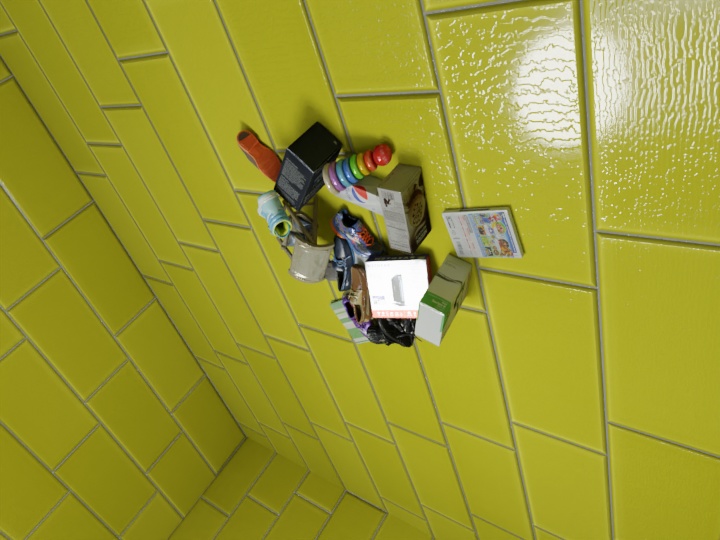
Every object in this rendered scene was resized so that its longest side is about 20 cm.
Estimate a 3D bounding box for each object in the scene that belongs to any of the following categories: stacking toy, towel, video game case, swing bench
[{"bbox_3d":[-0.003,-0.276,1.501,0.194,0.086,0.087,-18,118,25],"label":"stacking toy"},{"bbox_3d":[-0.022,0.189,2.124,0.150,0.023,0.203,-16,113,52],"label":"towel"},{"bbox_3d":[0.315,-0.096,1.459,0.196,0.018,0.146,3,129,45],"label":"video game case"},{"bbox_3d":[-0.180,-0.091,1.803,0.201,0.125,0.205,112,143,-54],"label":"swing bench"}]

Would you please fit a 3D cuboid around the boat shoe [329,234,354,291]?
[{"bbox_3d":[-0.057,-0.018,1.812,0.083,0.067,0.206,24,135,50],"label":"boat shoe"}]

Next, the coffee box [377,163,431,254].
[{"bbox_3d":[0.120,-0.162,1.504,0.078,0.114,0.204,15,139,33],"label":"coffee box"}]

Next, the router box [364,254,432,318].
[{"bbox_3d":[0.119,0.049,1.691,0.193,0.049,0.186,-2,109,22],"label":"router box"}]

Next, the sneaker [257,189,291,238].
[{"bbox_3d":[-0.255,-0.151,1.699,0.134,0.078,0.200,63,174,6],"label":"sneaker"}]

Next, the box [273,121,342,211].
[{"bbox_3d":[-0.152,-0.295,1.613,0.104,0.149,0.201,39,146,3],"label":"box"}]

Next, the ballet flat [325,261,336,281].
[{"bbox_3d":[-0.133,0.002,2.019,0.195,0.046,0.070,-1,97,40],"label":"ballet flat"}]

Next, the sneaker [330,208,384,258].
[{"bbox_3d":[-0.009,-0.113,1.733,0.197,0.076,0.079,36,143,8],"label":"sneaker"}]

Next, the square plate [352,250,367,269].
[{"bbox_3d":[0.000,0.000,1.834,0.201,0.028,0.201,48,150,27],"label":"square plate"}]

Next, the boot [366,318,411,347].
[{"bbox_3d":[0.076,0.200,1.944,0.154,0.081,0.212,5,147,42],"label":"boot"}]

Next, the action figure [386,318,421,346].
[{"bbox_3d":[0.143,0.133,1.800,0.102,0.115,0.207,-146,37,-78],"label":"action figure"}]

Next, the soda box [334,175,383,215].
[{"bbox_3d":[0.018,-0.223,1.586,0.196,0.068,0.065,26,144,25],"label":"soda box"}]

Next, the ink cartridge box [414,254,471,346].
[{"bbox_3d":[0.233,0.081,1.576,0.082,0.202,0.149,23,143,19],"label":"ink cartridge box"}]

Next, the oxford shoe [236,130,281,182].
[{"bbox_3d":[-0.317,-0.359,1.803,0.201,0.071,0.073,50,166,-2],"label":"oxford shoe"}]

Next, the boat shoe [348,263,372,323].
[{"bbox_3d":[0.000,0.081,1.797,0.075,0.073,0.206,23,134,50],"label":"boat shoe"}]

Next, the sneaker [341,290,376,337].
[{"bbox_3d":[-0.013,0.170,2.015,0.079,0.084,0.203,-26,111,23],"label":"sneaker"}]
